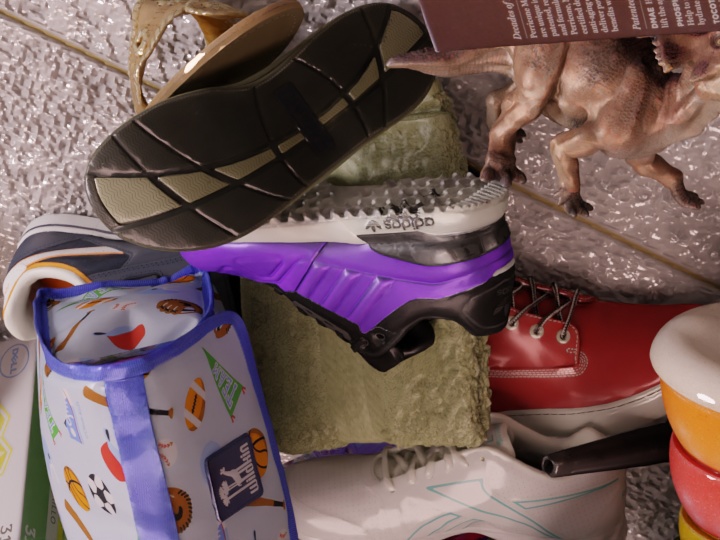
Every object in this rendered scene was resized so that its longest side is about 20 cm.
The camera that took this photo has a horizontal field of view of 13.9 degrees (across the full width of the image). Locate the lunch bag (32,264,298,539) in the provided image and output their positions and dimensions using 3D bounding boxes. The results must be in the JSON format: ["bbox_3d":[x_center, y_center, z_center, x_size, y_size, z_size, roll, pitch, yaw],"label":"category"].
[{"bbox_3d":[-0.104,0.100,1.555,0.124,0.200,0.170,-12,102,-2],"label":"lunch bag"}]

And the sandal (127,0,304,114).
[{"bbox_3d":[-0.103,-0.110,1.568,0.070,0.078,0.212,58,148,11],"label":"sandal"}]

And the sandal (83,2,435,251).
[{"bbox_3d":[-0.049,-0.069,1.526,0.080,0.201,0.057,63,161,-2],"label":"sandal"}]

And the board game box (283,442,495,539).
[{"bbox_3d":[0.027,0.150,1.676,0.158,0.200,0.039,2,129,-6],"label":"board game box"}]

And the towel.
[{"bbox_3d":[0.000,0.000,1.598,0.148,0.036,0.200,-3,98,29],"label":"towel"}]

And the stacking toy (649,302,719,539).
[{"bbox_3d":[0.216,0.126,1.557,0.146,0.146,0.200,9,112,10],"label":"stacking toy"}]

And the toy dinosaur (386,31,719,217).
[{"bbox_3d":[0.120,-0.105,1.485,0.200,0.086,0.136,24,117,20],"label":"toy dinosaur"}]

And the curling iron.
[{"bbox_3d":[0.180,0.092,1.610,0.200,0.026,0.050,-3,-176,-33],"label":"curling iron"}]

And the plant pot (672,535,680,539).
[{"bbox_3d":[0.260,0.188,1.667,0.187,0.187,0.200,32,120,-12],"label":"plant pot"}]

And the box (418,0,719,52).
[{"bbox_3d":[0.130,-0.165,1.414,0.200,0.100,0.075,-1,131,20],"label":"box"}]

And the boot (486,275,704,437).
[{"bbox_3d":[0.093,0.019,1.623,0.200,0.072,0.144,-10,124,28],"label":"boot"}]

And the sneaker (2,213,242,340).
[{"bbox_3d":[-0.107,0.015,1.678,0.200,0.079,0.078,-1,130,17],"label":"sneaker"}]

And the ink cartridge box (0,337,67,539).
[{"bbox_3d":[-0.183,0.107,1.739,0.200,0.146,0.048,-17,146,31],"label":"ink cartridge box"}]

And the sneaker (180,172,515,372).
[{"bbox_3d":[-0.008,0.006,1.545,0.200,0.070,0.100,0,112,33],"label":"sneaker"}]

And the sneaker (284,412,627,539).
[{"bbox_3d":[0.049,0.112,1.629,0.200,0.070,0.080,0,132,-2],"label":"sneaker"}]
